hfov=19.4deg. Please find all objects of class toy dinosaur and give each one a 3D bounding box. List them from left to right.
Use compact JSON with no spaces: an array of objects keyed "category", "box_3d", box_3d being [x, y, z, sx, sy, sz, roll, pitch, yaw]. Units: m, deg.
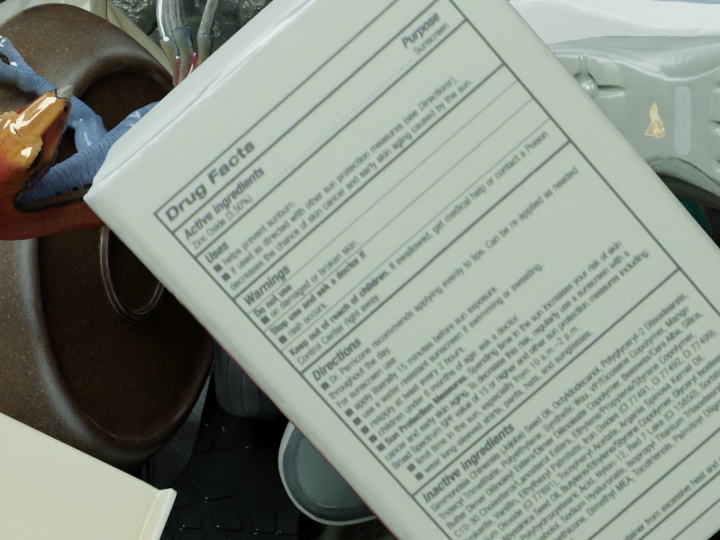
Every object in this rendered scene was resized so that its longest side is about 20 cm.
[{"category":"toy dinosaur","box_3d":[-0.054,-0.042,0.744,0.105,0.200,0.181,-32,12,48]}]

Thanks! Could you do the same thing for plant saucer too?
[{"category":"plant saucer","box_3d":[-0.102,-0.007,0.837,0.034,0.200,0.200,-1,30,24]}]

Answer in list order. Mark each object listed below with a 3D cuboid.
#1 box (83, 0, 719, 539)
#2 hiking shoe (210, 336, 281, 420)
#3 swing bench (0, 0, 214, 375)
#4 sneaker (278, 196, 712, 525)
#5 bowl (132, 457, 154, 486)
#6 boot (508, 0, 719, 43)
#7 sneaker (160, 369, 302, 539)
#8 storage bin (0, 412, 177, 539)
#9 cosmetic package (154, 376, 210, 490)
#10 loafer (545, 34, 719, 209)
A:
[{"category":"box","box_3d":[0.031,0.001,0.649,0.128,0.200,0.109,-40,10,5]},{"category":"hiking shoe","box_3d":[0.000,0.000,0.911,0.101,0.076,0.200,5,30,16]},{"category":"swing bench","box_3d":[-0.155,-0.026,1.041,0.199,0.200,0.130,-28,22,24]},{"category":"sneaker","box_3d":[0.047,0.039,0.784,0.200,0.084,0.121,-38,1,10]},{"category":"bowl","box_3d":[-0.150,0.058,0.941,0.094,0.201,0.201,-35,7,-23]},{"category":"boot","box_3d":[0.140,-0.085,0.835,0.200,0.073,0.090,6,25,34]},{"category":"sneaker","box_3d":[-0.061,0.122,0.916,0.088,0.076,0.200,106,-170,-49]},{"category":"storage bin","box_3d":[-0.166,0.169,0.763,0.200,0.094,0.199,-45,21,59]},{"category":"cosmetic package","box_3d":[-0.111,0.105,1.091,0.200,0.074,0.102,-46,12,-28]},{"category":"loafer","box_3d":[0.137,-0.052,0.734,0.200,0.070,0.070,15,19,42]}]
